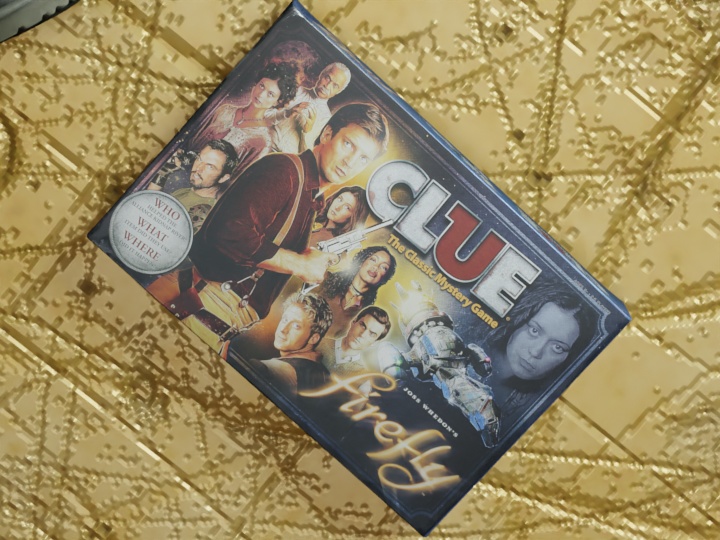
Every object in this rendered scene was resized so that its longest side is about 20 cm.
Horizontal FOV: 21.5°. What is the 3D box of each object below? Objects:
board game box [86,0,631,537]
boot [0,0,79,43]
[{"bbox_3d":[0.000,0.000,0.827,0.200,0.035,0.136,41,99,-7],"label":"board game box"},{"bbox_3d":[-0.143,-0.215,0.768,0.182,0.073,0.200,-40,105,-5],"label":"boot"}]
